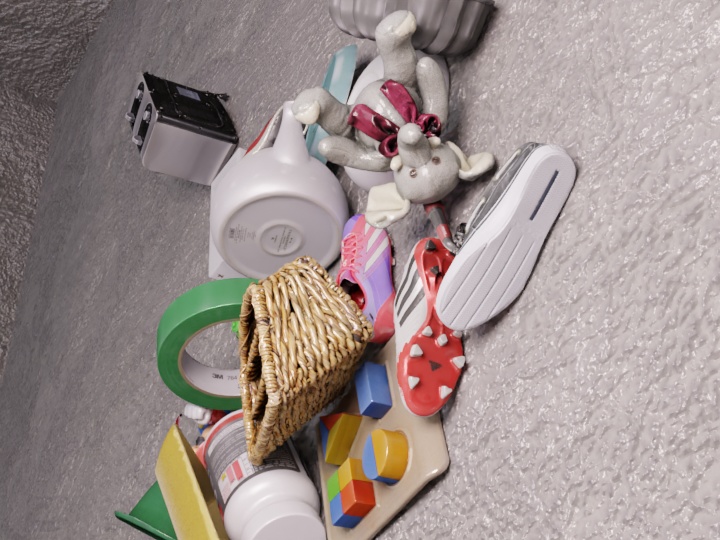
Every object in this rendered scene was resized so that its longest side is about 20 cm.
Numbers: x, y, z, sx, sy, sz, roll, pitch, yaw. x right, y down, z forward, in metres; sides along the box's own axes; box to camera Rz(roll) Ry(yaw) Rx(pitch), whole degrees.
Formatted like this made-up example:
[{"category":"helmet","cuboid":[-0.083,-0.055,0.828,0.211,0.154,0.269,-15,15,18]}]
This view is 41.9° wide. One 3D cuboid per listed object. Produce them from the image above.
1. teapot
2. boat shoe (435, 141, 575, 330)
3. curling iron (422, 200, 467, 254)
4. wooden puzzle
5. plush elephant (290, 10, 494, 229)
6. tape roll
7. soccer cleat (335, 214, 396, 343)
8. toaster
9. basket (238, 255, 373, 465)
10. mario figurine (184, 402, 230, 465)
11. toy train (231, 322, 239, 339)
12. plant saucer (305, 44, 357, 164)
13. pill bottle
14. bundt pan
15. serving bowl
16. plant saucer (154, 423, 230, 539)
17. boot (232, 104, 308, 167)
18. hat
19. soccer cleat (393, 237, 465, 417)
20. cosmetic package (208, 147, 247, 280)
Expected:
[{"category":"teapot","cuboid":[-0.108,-0.089,1.253,0.199,0.197,0.147,-27,43,19]},{"category":"boat shoe","cuboid":[0.137,-0.034,0.917,0.201,0.072,0.071,-56,22,6]},{"category":"curling iron","cuboid":[0.090,-0.063,1.035,0.200,0.049,0.026,-117,44,-61]},{"category":"wooden puzzle","cuboid":[0.007,0.185,1.022,0.200,0.046,0.186,-49,35,35]},{"category":"plush elephant","cuboid":[0.047,-0.137,1.010,0.164,0.200,0.155,-36,47,-2]},{"category":"tape roll","cuboid":[-0.160,0.098,1.208,0.201,0.199,0.048,-52,34,31]},{"category":"soccer cleat","cuboid":[0.000,0.000,1.113,0.067,0.076,0.201,-46,38,33]},{"category":"toaster","cuboid":[-0.331,-0.267,1.763,0.119,0.198,0.181,-58,39,26]},{"category":"basket","cuboid":[-0.096,0.093,1.037,0.143,0.149,0.200,47,152,14]},{"category":"mario figurine","cuboid":[-0.217,0.225,1.323,0.106,0.123,0.200,-51,28,9]},{"category":"toy train","cuboid":[-0.135,0.016,1.384,0.056,0.041,0.202,32,102,51]},{"category":"plant saucer","cuboid":[-0.047,-0.223,1.322,0.200,0.027,0.202,-163,90,-81]},{"category":"pill bottle","cuboid":[-0.114,0.262,1.114,0.117,0.115,0.200,-62,29,15]},{"category":"bundt pan","cuboid":[0.052,-0.299,1.098,0.202,0.200,0.077,-140,59,-60]},{"category":"serving bowl","cuboid":[0.027,-0.200,1.200,0.200,0.065,0.202,-39,42,46]},{"category":"plant saucer","cuboid":[-0.179,0.310,1.102,0.201,0.048,0.201,58,169,38]},{"category":"boot","cuboid":[-0.152,-0.165,1.458,0.201,0.072,0.144,-56,12,-2]},{"category":"hat","cuboid":[-0.224,0.285,1.274,0.177,0.198,0.166,-63,-17,-22]},{"category":"soccer cleat","cuboid":[0.065,0.061,0.981,0.085,0.068,0.202,134,146,-57]},{"category":"cosmetic package","cuboid":[-0.188,-0.084,1.502,0.101,0.071,0.202,-43,39,39]}]
